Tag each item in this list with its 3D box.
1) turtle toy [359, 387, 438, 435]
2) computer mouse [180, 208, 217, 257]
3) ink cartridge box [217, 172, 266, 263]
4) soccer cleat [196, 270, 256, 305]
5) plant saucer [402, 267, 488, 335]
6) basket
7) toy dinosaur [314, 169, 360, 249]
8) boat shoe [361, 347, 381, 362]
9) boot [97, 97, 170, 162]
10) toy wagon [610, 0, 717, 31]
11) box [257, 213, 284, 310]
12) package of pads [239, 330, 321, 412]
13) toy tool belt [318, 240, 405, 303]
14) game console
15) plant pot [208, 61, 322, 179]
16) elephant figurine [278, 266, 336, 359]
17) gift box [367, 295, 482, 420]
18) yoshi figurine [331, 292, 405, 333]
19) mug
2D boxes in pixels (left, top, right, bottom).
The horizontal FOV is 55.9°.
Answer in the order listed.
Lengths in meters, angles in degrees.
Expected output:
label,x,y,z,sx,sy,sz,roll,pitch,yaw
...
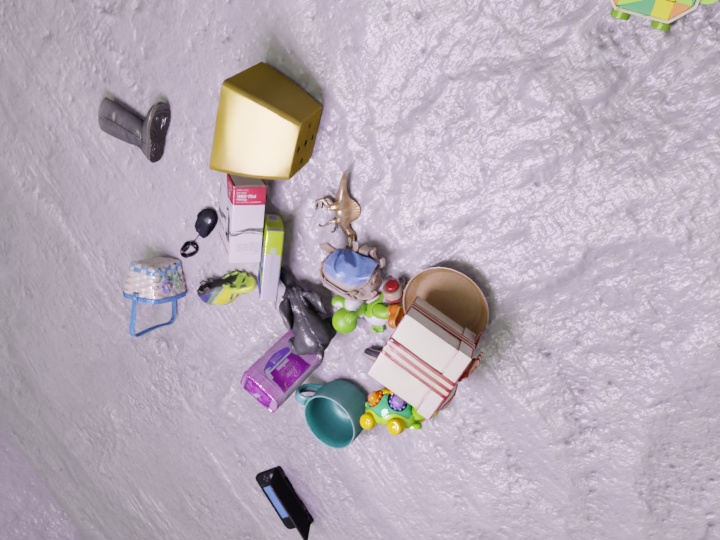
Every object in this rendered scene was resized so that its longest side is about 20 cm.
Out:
label,x,y,z,sx,sy,sz,roll,pitch,yaw
turtle toy,0.098,0.329,1.630,0.197,0.145,0.103,3,92,29
computer mouse,-0.441,-0.095,1.816,0.059,0.034,0.200,46,127,4
ink cartridge box,-0.288,-0.139,1.631,0.147,0.081,0.203,-127,39,-52
soccer cleat,-0.350,0.053,1.824,0.197,0.065,0.084,-10,136,30
plant saucer,0.191,0.078,1.502,0.197,0.035,0.203,11,119,21
basket,-0.573,0.071,1.884,0.137,0.176,0.204,16,108,20
toy dinosaur,-0.049,-0.149,1.552,0.099,0.058,0.203,3,122,14
boat shoe,0.096,0.210,1.627,0.197,0.073,0.064,13,75,32
boot,-0.590,-0.395,1.758,0.199,0.072,0.183,39,124,19
toy wagon,0.494,-0.466,1.075,0.198,0.039,0.157,25,122,20
box,-0.219,-0.021,1.649,0.047,0.122,0.203,4,112,-13
package of pads,-0.198,0.253,1.723,0.120,0.200,0.076,38,139,10
toy tool belt,0.000,0.000,1.525,0.197,0.126,0.124,14,141,25
game console,-0.236,0.698,2.001,0.175,0.116,0.202,-28,95,36
plant pot,-0.196,-0.309,1.480,0.174,0.200,0.202,23,122,8
elephant figurine,-0.148,0.100,1.658,0.153,0.141,0.203,-9,111,39
gift box,0.150,0.176,1.442,0.185,0.200,0.186,35,112,6
yoshi figurine,0.013,0.114,1.593,0.197,0.112,0.114,9,123,31
mug,-0.062,0.346,1.736,0.151,0.114,0.187,-31,93,37
